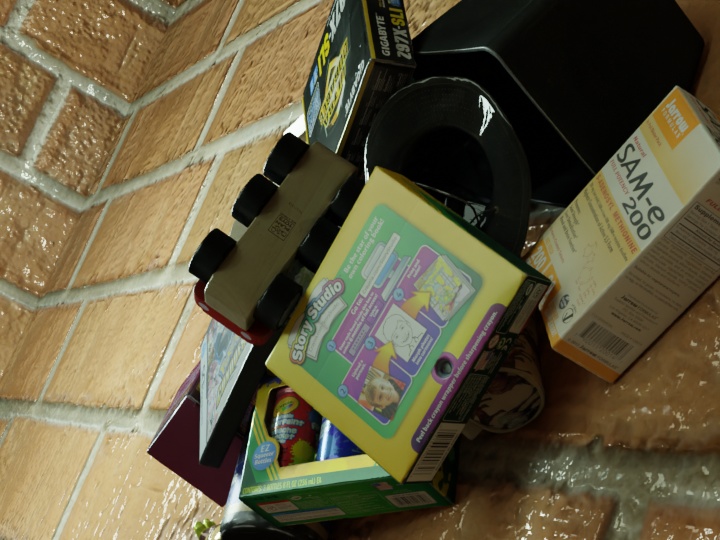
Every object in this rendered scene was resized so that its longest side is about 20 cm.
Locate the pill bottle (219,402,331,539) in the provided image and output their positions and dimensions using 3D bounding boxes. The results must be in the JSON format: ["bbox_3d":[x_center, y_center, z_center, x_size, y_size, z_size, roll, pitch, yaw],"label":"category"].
[{"bbox_3d":[-0.071,0.197,1.343,0.111,0.111,0.202,-32,36,48],"label":"pill bottle"}]

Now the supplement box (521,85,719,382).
[{"bbox_3d":[0.226,-0.029,1.030,0.201,0.073,0.127,-50,26,23],"label":"supplement box"}]

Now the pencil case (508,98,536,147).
[{"bbox_3d":[0.162,-0.166,1.305,0.202,0.085,0.084,-59,-4,0],"label":"pencil case"}]

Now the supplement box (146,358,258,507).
[{"bbox_3d":[-0.163,0.172,1.494,0.086,0.110,0.200,-51,7,14],"label":"supplement box"}]

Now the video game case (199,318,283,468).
[{"bbox_3d":[-0.126,0.070,1.335,0.182,0.025,0.201,-98,28,-51],"label":"video game case"}]

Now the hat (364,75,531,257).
[{"bbox_3d":[0.092,-0.071,1.155,0.199,0.080,0.204,6,100,40],"label":"hat"}]

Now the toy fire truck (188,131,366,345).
[{"bbox_3d":[-0.089,-0.017,1.207,0.177,0.128,0.200,-55,-7,-21],"label":"toy fire truck"}]

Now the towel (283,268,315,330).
[{"bbox_3d":[0.000,0.000,1.348,0.048,0.168,0.202,79,-159,-52],"label":"towel"}]

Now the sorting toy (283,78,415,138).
[{"bbox_3d":[0.050,-0.170,1.437,0.200,0.197,0.070,-37,67,48],"label":"sorting toy"}]

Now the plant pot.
[{"bbox_3d":[0.186,-0.188,1.166,0.178,0.200,0.200,-48,21,-10],"label":"plant pot"}]

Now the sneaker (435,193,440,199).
[{"bbox_3d":[0.034,-0.038,1.252,0.077,0.082,0.202,28,98,29],"label":"sneaker"}]

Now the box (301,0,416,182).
[{"bbox_3d":[-0.006,-0.181,1.242,0.201,0.049,0.161,114,157,-48],"label":"box"}]

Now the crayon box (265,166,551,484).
[{"bbox_3d":[0.035,0.045,1.082,0.172,0.058,0.202,37,103,30],"label":"crayon box"}]

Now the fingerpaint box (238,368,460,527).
[{"bbox_3d":[-0.006,0.141,1.217,0.198,0.073,0.169,-12,51,30],"label":"fingerpaint box"}]

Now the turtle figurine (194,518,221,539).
[{"bbox_3d":[-0.150,0.299,1.456,0.200,0.064,0.161,-49,10,-34],"label":"turtle figurine"}]

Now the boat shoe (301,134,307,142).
[{"bbox_3d":[0.031,-0.099,1.355,0.073,0.197,0.073,109,160,-49],"label":"boat shoe"}]

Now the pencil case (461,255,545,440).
[{"bbox_3d":[0.114,0.052,1.165,0.089,0.078,0.201,-31,34,24],"label":"pencil case"}]
